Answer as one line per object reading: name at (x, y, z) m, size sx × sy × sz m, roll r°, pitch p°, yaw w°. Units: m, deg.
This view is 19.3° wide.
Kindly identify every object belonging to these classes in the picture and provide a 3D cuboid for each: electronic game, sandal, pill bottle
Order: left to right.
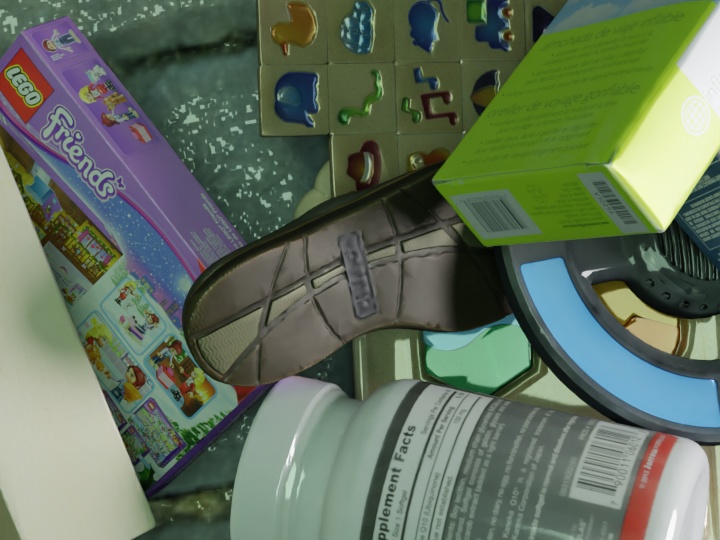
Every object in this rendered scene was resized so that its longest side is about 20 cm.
sandal at (0.000, 0.000, 0.975) m, size 0.199 × 0.054 × 0.082 m, roll -22°, pitch 110°, yaw -28°
pill bottle at (0.050, 0.114, 0.961) m, size 0.198 × 0.116 × 0.117 m, roll 11°, pitch 88°, yaw 17°
electronic game at (0.155, -0.017, 0.996) m, size 0.198 × 0.042 × 0.202 m, roll 5°, pitch 72°, yaw -17°

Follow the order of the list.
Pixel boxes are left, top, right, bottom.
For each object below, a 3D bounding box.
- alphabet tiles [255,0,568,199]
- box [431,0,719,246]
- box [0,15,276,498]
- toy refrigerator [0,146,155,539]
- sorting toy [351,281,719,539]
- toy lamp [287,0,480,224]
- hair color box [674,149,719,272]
alphabet tiles at (0.030, -0.132, 1.007) m, size 0.166 × 0.008 × 0.202 m, roll -3°, pitch 92°, yaw -16°
box at (0.129, -0.099, 0.933) m, size 0.048 × 0.122 × 0.200 m, roll 48°, pitch 64°, yaw -23°
box at (-0.127, -0.001, 1.022) m, size 0.200 × 0.039 × 0.137 m, roll 52°, pitch 126°, yaw 6°
toy refrigerator at (-0.167, 0.038, 0.985) m, size 0.070 × 0.076 × 0.201 m, roll -25°, pitch 97°, yaw -24°
sorting toy at (0.096, 0.074, 1.031) m, size 0.198 × 0.036 × 0.187 m, roll -3°, pitch 86°, yaw 5°
toy lamp at (-0.005, -0.056, 1.038) m, size 0.058 × 0.058 × 0.201 m, roll 31°, pitch 89°, yaw 6°
hair color box at (0.224, -0.016, 0.971) m, size 0.200 × 0.060 × 0.100 m, roll 48°, pitch 62°, yaw -9°
